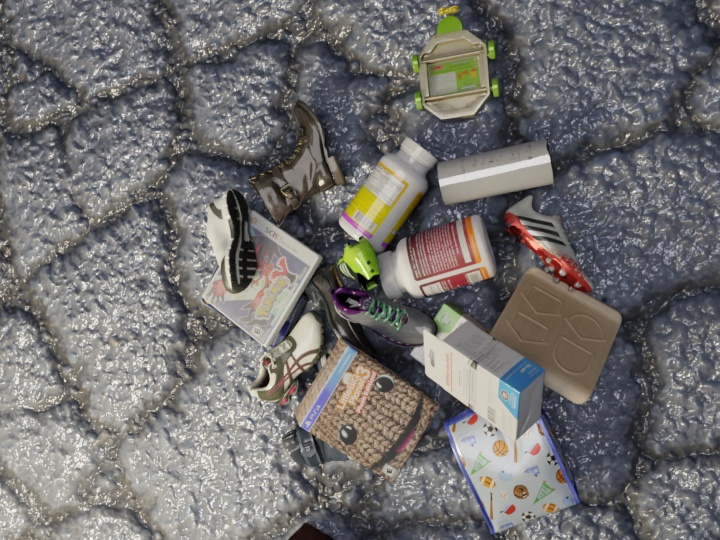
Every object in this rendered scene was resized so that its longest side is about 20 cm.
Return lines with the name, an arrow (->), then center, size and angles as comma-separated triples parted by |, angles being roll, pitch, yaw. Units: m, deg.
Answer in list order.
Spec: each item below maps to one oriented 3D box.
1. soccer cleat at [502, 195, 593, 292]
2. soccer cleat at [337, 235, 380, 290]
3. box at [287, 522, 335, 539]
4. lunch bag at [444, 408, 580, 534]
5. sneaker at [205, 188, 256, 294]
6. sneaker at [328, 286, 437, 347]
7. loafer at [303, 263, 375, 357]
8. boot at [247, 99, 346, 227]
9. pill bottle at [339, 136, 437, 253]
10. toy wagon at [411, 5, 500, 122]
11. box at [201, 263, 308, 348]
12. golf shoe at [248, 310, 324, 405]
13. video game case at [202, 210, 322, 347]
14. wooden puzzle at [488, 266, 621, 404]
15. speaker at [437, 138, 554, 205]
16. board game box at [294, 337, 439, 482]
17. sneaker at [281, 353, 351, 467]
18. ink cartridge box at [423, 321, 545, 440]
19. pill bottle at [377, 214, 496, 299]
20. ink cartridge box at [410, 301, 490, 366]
soccer cleat -> 0.336, -0.046, 1.180 | 0.085, 0.069, 0.200 | -44, 76, -8
soccer cleat -> 0.000, 0.000, 1.209 | 0.067, 0.200, 0.082 | -26, 82, -7
box -> -0.095, 0.596, 1.224 | 0.162, 0.200, 0.168 | 24, 96, 14
lunch bag -> 0.256, 0.312, 1.163 | 0.168, 0.124, 0.202 | -27, 97, 13
sneaker -> -0.252, -0.050, 1.303 | 0.079, 0.073, 0.203 | -19, 69, 32
sneaker -> 0.036, 0.080, 1.189 | 0.197, 0.088, 0.075 | 16, 81, 17
loafer -> -0.029, 0.078, 1.281 | 0.072, 0.073, 0.201 | -38, 80, 9
boot -> -0.137, -0.206, 1.298 | 0.172, 0.069, 0.202 | -26, 84, 0
pill bottle -> 0.055, -0.139, 1.242 | 0.104, 0.104, 0.201 | 38, 99, 13
toy wagon -> 0.172, -0.380, 1.247 | 0.153, 0.040, 0.204 | -5, 87, 15
box -> -0.212, 0.057, 1.352 | 0.198, 0.032, 0.122 | 30, 97, 15
golf shoe -> -0.136, 0.165, 1.283 | 0.077, 0.087, 0.202 | 39, 106, 46
video game case -> -0.192, 0.013, 1.307 | 0.181, 0.023, 0.202 | 33, 94, 24
wooden puzzle -> 0.327, 0.109, 1.154 | 0.184, 0.047, 0.200 | 30, 55, 14
speaker -> 0.237, -0.173, 1.203 | 0.197, 0.081, 0.083 | -11, 86, 15
board game box -> 0.010, 0.244, 1.203 | 0.199, 0.097, 0.161 | 33, 86, -11
sneaker -> -0.091, 0.271, 1.291 | 0.144, 0.077, 0.206 | -15, 86, 12
ink cartridge box -> 0.195, 0.165, 1.098 | 0.199, 0.067, 0.117 | 33, 142, 38
pill bottle -> 0.134, -0.017, 1.213 | 0.197, 0.113, 0.115 | -17, 85, 14
ink cartridge box -> 0.203, 0.161, 1.214 | 0.199, 0.067, 0.118 | 36, 99, 13
